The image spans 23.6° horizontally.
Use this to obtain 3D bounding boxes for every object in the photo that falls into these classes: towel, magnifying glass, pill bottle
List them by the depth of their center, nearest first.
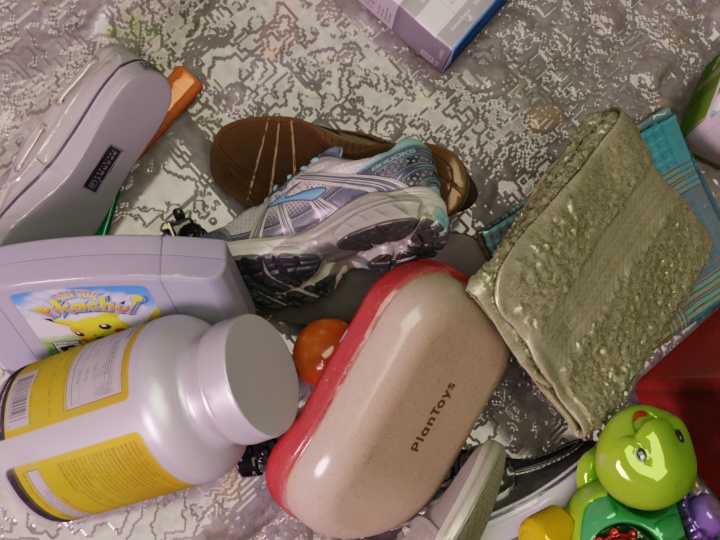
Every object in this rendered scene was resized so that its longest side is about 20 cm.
[{"bbox_3d":[-0.143,0.094,1.143,0.198,0.112,0.113,-18,81,30],"label":"pill bottle"},{"bbox_3d":[0.162,-0.001,1.167,0.149,0.036,0.200,51,57,-20],"label":"towel"},{"bbox_3d":[0.185,-0.011,1.227,0.199,0.022,0.148,-32,98,-28],"label":"towel"},{"bbox_3d":[-0.189,-0.069,1.257,0.079,0.022,0.200,40,82,3],"label":"magnifying glass"}]

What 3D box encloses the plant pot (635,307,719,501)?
[{"bbox_3d":[0.343,0.092,1.181,0.200,0.176,0.200,-40,91,-8],"label":"plant pot"}]

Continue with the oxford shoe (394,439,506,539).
[{"bbox_3d":[0.036,0.197,1.147,0.057,0.075,0.201,27,83,23],"label":"oxford shoe"}]

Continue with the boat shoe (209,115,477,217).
[{"bbox_3d":[-0.011,-0.069,1.246,0.198,0.072,0.073,6,89,19],"label":"boat shoe"}]

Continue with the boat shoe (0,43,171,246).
[{"bbox_3d":[-0.215,-0.071,1.213,0.066,0.072,0.201,38,98,36],"label":"boat shoe"}]

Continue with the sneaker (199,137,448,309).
[{"bbox_3d":[-0.029,-0.034,1.184,0.198,0.078,0.087,-13,56,23],"label":"sneaker"}]

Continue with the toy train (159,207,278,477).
[{"bbox_3d":[-0.107,0.053,1.237,0.045,0.034,0.202,-20,83,4],"label":"toy train"}]

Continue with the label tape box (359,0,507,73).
[{"bbox_3d":[0.037,-0.270,1.281,0.200,0.066,0.143,42,81,1],"label":"label tape box"}]

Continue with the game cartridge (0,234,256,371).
[{"bbox_3d":[-0.177,0.022,1.166,0.198,0.134,0.041,-4,58,8],"label":"game cartridge"}]

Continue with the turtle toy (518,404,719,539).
[{"bbox_3d":[0.189,0.182,1.155,0.145,0.101,0.202,-22,111,-27],"label":"turtle toy"}]

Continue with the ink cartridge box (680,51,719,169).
[{"bbox_3d":[0.322,-0.110,1.207,0.147,0.200,0.076,24,80,0],"label":"ink cartridge box"}]

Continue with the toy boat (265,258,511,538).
[{"bbox_3d":[0.002,0.077,1.169,0.130,0.130,0.201,33,94,42],"label":"toy boat"}]

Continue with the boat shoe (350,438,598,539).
[{"bbox_3d":[0.082,0.158,1.213,0.198,0.072,0.071,-25,88,-6],"label":"boat shoe"}]

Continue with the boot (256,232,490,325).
[{"bbox_3d":[0.000,0.000,1.241,0.198,0.075,0.075,1,97,11],"label":"boot"}]

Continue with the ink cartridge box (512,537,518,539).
[{"bbox_3d":[0.138,0.264,1.225,0.198,0.047,0.161,-22,83,-24],"label":"ink cartridge box"}]
